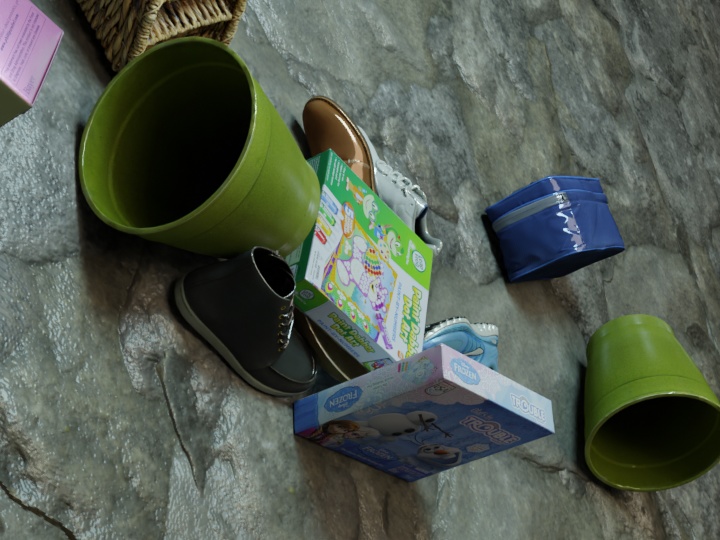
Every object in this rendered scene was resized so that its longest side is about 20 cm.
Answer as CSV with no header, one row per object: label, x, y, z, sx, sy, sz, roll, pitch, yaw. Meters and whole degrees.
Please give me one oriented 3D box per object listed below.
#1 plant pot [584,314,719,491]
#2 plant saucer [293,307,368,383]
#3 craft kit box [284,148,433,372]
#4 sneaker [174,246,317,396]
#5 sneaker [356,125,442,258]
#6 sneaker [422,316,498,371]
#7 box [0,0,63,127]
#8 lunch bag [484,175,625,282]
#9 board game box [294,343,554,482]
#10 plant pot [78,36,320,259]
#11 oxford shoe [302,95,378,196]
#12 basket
plant pot,0.398,0.172,1.958,0.200,0.200,0.193,41,27,-33
plant saucer,-0.022,0.052,1.553,0.200,0.035,0.201,41,34,-35
craft kit box,0.000,0.000,1.537,0.198,0.048,0.201,46,37,-34
sneaker,-0.085,0.057,1.402,0.200,0.106,0.075,41,39,-38
sneaker,0.037,-0.090,1.698,0.074,0.087,0.201,-28,91,-56
sneaker,0.117,0.109,1.692,0.200,0.078,0.090,8,66,-53
box,-0.371,-0.184,1.087,0.200,0.176,0.097,42,39,-31
lunch bag,0.280,-0.068,1.987,0.200,0.136,0.133,-3,72,-57
board game box,0.068,0.156,1.473,0.200,0.199,0.044,29,47,-43
plant pot,-0.139,-0.094,1.374,0.193,0.200,0.201,37,40,-55
oxford shoe,-0.026,-0.111,1.639,0.071,0.071,0.201,-19,86,-54
basket,-0.185,-0.296,1.462,0.149,0.142,0.200,62,33,-4
